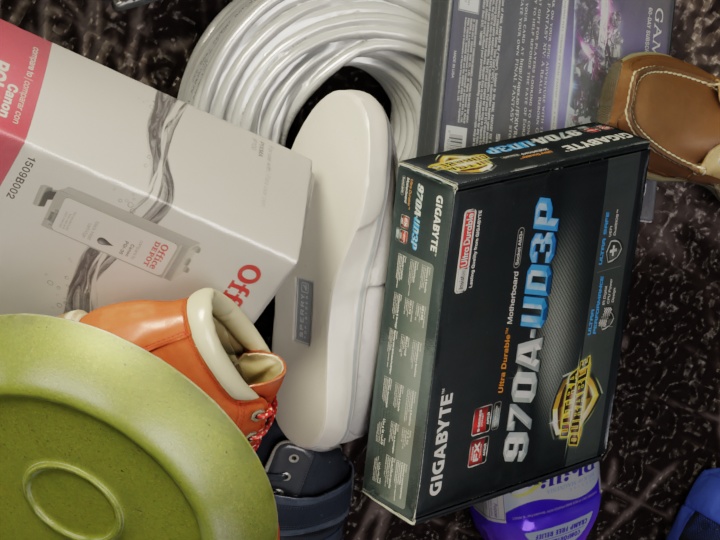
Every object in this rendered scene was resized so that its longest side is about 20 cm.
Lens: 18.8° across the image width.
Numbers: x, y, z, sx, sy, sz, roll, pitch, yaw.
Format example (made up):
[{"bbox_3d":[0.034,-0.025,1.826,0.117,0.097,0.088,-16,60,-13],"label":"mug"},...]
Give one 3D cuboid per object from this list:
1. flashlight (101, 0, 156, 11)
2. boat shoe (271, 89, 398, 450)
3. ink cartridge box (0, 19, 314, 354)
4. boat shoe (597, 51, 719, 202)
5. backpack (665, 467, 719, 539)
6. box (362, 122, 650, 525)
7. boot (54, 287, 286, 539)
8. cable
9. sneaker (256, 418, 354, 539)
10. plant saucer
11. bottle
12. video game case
[{"bbox_3d":[-0.047,-0.197,1.176,0.200,0.068,0.068,-19,115,-16],"label":"flashlight"},{"bbox_3d":[0.000,0.000,1.189,0.068,0.072,0.201,-7,104,-41],"label":"boat shoe"},{"bbox_3d":[-0.144,-0.026,1.134,0.200,0.083,0.147,24,131,-16],"label":"ink cartridge box"},{"bbox_3d":[0.223,-0.080,1.293,0.200,0.074,0.076,16,83,-44],"label":"boat shoe"},{"bbox_3d":[0.301,0.204,1.379,0.162,0.200,0.168,20,99,-26],"label":"backpack"},{"bbox_3d":[0.082,0.026,1.205,0.159,0.046,0.200,-13,118,-41],"label":"box"},{"bbox_3d":[-0.075,0.089,1.134,0.107,0.075,0.200,-19,129,16],"label":"boot"},{"bbox_3d":[-0.008,-0.078,1.233,0.200,0.069,0.200,-12,111,-16],"label":"cable"},{"bbox_3d":[-0.095,0.145,1.259,0.202,0.077,0.146,-6,120,-30],"label":"sneaker"},{"bbox_3d":[-0.138,0.108,1.090,0.200,0.200,0.031,60,39,-26],"label":"plant saucer"},{"bbox_3d":[0.107,0.134,1.351,0.083,0.065,0.200,-14,112,-22],"label":"bottle"},{"bbox_3d":[0.109,-0.106,1.240,0.200,0.019,0.143,5,91,-47],"label":"video game case"}]
